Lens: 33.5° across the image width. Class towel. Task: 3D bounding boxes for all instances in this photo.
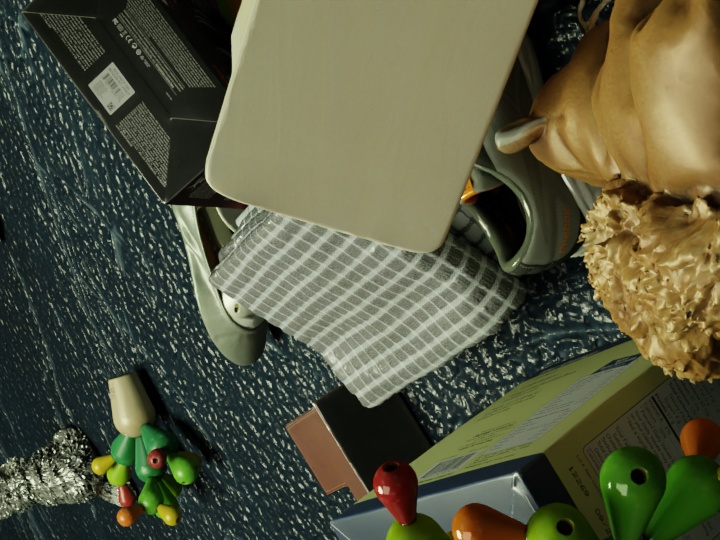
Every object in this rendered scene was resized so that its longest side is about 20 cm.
[{"bbox_3d":[0.000,0.000,0.792,0.165,0.086,0.200,32,147,-12],"label":"towel"}]

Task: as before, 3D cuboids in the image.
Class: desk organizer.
[{"bbox_3d":[0.027,0.185,0.969,0.201,0.071,0.077,58,149,4],"label":"desk organizer"}]

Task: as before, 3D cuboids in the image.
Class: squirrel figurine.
[{"bbox_3d":[0.140,-0.052,0.550,0.186,0.140,0.203,-8,74,62],"label":"squirrel figurine"}]

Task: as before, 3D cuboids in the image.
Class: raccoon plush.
[{"bbox_3d":[-0.396,0.275,1.535,0.199,0.133,0.098,2,115,52],"label":"raccoon plush"}]

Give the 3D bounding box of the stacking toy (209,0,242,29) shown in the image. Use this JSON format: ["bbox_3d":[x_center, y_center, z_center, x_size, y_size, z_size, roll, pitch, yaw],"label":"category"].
[{"bbox_3d":[-0.060,-0.191,0.797,0.200,0.109,0.117,42,146,44],"label":"stacking toy"}]

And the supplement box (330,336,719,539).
[{"bbox_3d":[0.129,0.137,0.680,0.135,0.199,0.200,60,146,1],"label":"supplement box"}]

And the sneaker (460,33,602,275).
[{"bbox_3d":[0.070,-0.089,0.701,0.201,0.079,0.074,59,148,4],"label":"sneaker"}]

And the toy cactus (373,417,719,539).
[{"bbox_3d":[0.106,0.145,0.511,0.197,0.102,0.167,-1,111,4],"label":"toy cactus"}]

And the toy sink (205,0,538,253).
[{"bbox_3d":[0.007,-0.132,0.608,0.112,0.129,0.202,-107,34,-67],"label":"toy sink"}]

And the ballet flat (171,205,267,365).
[{"bbox_3d":[-0.112,-0.007,1.016,0.063,0.067,0.202,1,115,44],"label":"ballet flat"}]

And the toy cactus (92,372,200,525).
[{"bbox_3d":[-0.249,0.200,1.326,0.200,0.101,0.167,-16,92,64],"label":"toy cactus"}]

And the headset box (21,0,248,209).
[{"bbox_3d":[-0.110,-0.120,0.789,0.077,0.200,0.149,-39,83,12],"label":"headset box"}]
